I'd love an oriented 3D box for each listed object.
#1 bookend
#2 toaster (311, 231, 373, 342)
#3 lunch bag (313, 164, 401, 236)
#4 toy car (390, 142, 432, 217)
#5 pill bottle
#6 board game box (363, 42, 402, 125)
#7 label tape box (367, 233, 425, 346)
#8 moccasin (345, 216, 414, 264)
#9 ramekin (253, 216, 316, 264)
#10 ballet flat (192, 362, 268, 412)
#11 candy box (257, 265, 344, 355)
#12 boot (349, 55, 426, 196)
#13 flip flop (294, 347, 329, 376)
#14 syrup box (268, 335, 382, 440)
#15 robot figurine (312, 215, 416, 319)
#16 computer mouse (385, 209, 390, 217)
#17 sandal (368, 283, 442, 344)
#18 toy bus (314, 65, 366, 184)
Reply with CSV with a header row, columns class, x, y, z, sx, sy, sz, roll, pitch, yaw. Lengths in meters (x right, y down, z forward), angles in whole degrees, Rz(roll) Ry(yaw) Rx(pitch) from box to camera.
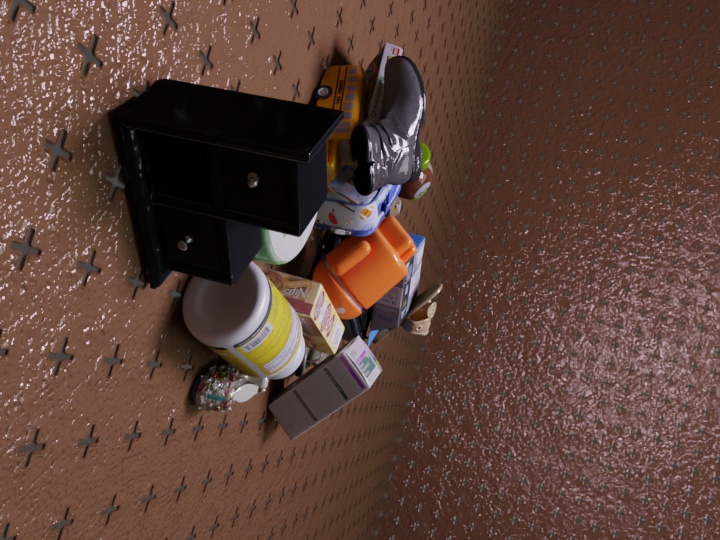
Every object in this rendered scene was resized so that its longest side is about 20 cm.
class,x,y,z,sx,sy,sz,roll,pitch,yaw
bookend,-0.123,-0.066,0.648,0.093,0.194,0.204,-61,160,-49
toaster,-0.022,0.030,1.272,0.201,0.116,0.184,75,33,-62
lunch bag,-0.015,-0.133,1.071,0.201,0.156,0.077,-60,157,-47
toy car,0.060,-0.142,1.323,0.165,0.154,0.205,89,13,-72
pill bottle,-0.142,0.073,0.844,0.201,0.110,0.115,63,43,-61
board game box,0.020,-0.304,1.132,0.200,0.034,0.130,-177,-79,-78
label tape box,0.073,0.044,1.289,0.144,0.062,0.205,-49,149,-60
moccasin,0.019,-0.088,1.178,0.078,0.199,0.075,-42,163,-53
ramekin,-0.120,-0.106,0.817,0.200,0.095,0.205,14,90,-75
ballet flat,-0.172,0.163,0.937,0.200,0.062,0.078,-29,131,-71
candy box,-0.100,0.068,1.018,0.201,0.113,0.056,71,36,-64
boot,0.038,-0.223,0.979,0.130,0.069,0.205,-17,105,-46
flip flop,-0.082,0.166,1.287,0.200,0.056,0.083,4,100,-75
syrup box,-0.063,0.209,1.146,0.199,0.082,0.079,-37,-179,24
robot figurine,0.001,0.001,1.081,0.199,0.117,0.144,-40,-163,1
computer mouse,0.015,-0.175,1.243,0.034,0.057,0.205,105,-26,-81
sandal,0.112,0.109,1.346,0.210,0.070,0.078,-38,-174,30
toy bus,-0.036,-0.233,1.025,0.066,0.076,0.204,80,13,-57
